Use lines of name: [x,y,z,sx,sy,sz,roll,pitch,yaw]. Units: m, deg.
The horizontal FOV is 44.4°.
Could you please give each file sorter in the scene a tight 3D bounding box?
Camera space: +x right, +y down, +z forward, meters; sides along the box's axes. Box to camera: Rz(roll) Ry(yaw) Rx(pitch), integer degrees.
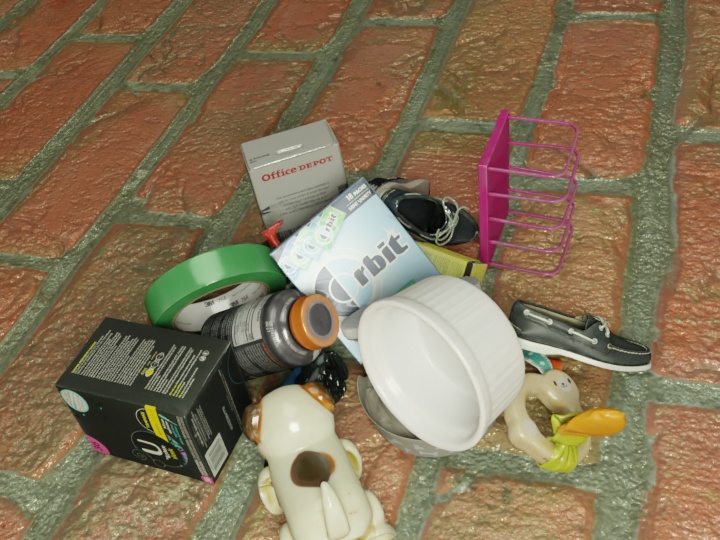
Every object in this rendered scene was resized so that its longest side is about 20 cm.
file sorter: [0.253,-0.111,1.313,0.125,0.201,0.139,10,47,19]

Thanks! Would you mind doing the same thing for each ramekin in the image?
ramekin: [0.099,0.103,1.045,0.098,0.201,0.200,-32,46,-32]

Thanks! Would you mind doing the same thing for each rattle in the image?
rattle: [0.255,0.136,1.087,0.130,0.143,0.200,23,41,6]

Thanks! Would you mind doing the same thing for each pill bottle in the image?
pill bottle: [-0.121,0.088,1.200,0.199,0.106,0.106,-18,33,40]

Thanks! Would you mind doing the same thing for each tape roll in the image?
tape roll: [-0.207,0.034,1.265,0.200,0.201,0.048,-21,70,-9]

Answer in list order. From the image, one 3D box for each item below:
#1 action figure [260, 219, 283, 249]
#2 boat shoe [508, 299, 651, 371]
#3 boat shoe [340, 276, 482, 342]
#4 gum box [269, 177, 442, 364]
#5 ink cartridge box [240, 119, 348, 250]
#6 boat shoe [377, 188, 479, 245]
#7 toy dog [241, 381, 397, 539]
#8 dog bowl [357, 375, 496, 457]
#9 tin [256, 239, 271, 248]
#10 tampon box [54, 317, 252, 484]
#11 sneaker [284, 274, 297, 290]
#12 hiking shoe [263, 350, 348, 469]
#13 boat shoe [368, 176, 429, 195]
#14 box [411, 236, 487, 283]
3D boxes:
action figure: [-0.050,0.003,1.286,0.099,0.201,0.065,-33,7,-7]
boat shoe: [0.291,0.085,1.158,0.199,0.061,0.076,10,13,-6]
boat shoe: [0.074,0.068,1.176,0.199,0.066,0.074,-16,18,-6]
gum box: [0.000,0.000,1.236,0.170,0.200,0.045,-39,7,-3]
ink cartridge box: [-0.093,-0.122,1.400,0.145,0.201,0.084,-18,42,-6]
boat shoe: [0.112,-0.080,1.337,0.062,0.199,0.075,18,88,55]
toy dog: [-0.066,0.231,1.015,0.139,0.194,0.201,-24,66,0]
dog bowl: [0.097,0.159,1.168,0.199,0.059,0.201,-7,43,7]
tin: [-0.226,0.008,1.362,0.199,0.042,0.112,-24,1,5]
tampon box: [-0.268,0.171,1.172,0.199,0.150,0.127,9,46,21]
sneaker: [-0.060,-0.013,1.368,0.200,0.090,0.078,-43,37,-1]
hiking shoe: [-0.083,0.200,1.173,0.086,0.074,0.200,-13,38,41]
boat shoe: [0.036,-0.112,1.418,0.092,0.075,0.200,6,11,25]
box: [0.086,-0.007,1.327,0.199,0.076,0.050,20,10,30]
